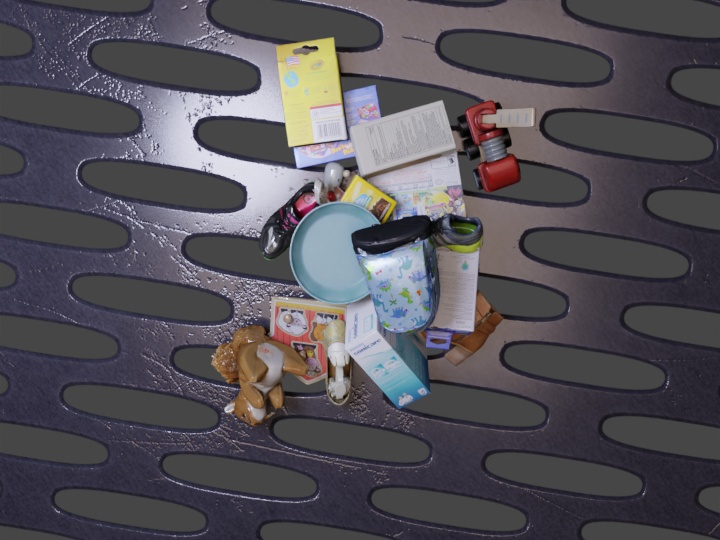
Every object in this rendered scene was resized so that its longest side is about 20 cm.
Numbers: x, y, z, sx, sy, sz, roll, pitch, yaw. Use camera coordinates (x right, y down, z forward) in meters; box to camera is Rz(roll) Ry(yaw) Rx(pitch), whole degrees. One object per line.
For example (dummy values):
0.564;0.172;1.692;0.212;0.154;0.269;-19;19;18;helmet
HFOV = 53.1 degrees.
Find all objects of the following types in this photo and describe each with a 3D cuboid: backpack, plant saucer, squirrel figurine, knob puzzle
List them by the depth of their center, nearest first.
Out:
0.078;0.020;1.368;0.160;0.155;0.203;-10;119;7;backpack
-0.042;-0.036;1.423;0.196;0.036;0.204;-1;100;-6;plant saucer
-0.236;0.232;1.572;0.200;0.140;0.189;47;130;32;squirrel figurine
-0.114;0.162;1.578;0.215;0.031;0.224;3;110;9;knob puzzle

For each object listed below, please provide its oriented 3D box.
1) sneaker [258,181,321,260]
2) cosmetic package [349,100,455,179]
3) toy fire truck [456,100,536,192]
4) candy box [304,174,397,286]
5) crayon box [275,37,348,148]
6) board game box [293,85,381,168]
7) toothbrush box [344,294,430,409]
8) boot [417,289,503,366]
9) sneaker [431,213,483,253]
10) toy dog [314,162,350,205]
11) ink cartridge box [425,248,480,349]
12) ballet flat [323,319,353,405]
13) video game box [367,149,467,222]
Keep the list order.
-0.152;-0.110;1.533;0.076;0.084;0.201;38;98;-3;sneaker
0.083;-0.263;1.463;0.196;0.071;0.107;-15;88;-4;cosmetic package
0.282;-0.255;1.439;0.126;0.200;0.179;-18;97;5;toy fire truck
-0.021;-0.080;1.451;0.101;0.026;0.202;31;94;-7;candy box
-0.097;-0.360;1.467;0.124;0.051;0.204;-6;98;3;crayon box
-0.050;-0.302;1.522;0.196;0.045;0.137;-11;98;3;board game box
0.057;0.162;1.498;0.085;0.147;0.201;-31;117;20;toothbrush box
0.200;0.097;1.546;0.199;0.074;0.155;38;105;-26;boot
0.151;-0.079;1.422;0.196;0.081;0.075;-6;62;-4;sneaker
-0.033;-0.117;1.513;0.094;0.132;0.203;3;118;11;toy dog
0.166;0.055;1.471;0.134;0.076;0.204;6;78;2;ink cartridge box
-0.045;0.203;1.545;0.069;0.071;0.203;3;118;2;ballet flat
0.117;-0.150;1.504;0.196;0.047;0.186;-7;77;-2;video game box
